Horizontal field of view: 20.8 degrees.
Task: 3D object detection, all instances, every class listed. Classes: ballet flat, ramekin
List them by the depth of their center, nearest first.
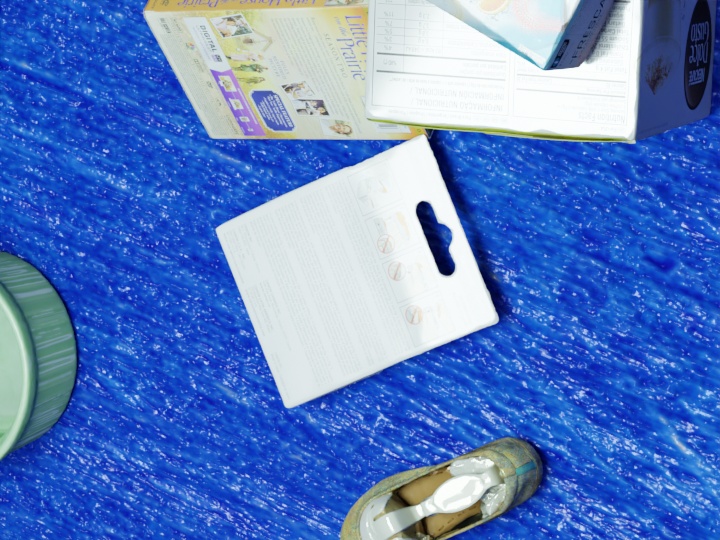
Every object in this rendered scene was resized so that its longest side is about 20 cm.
[{"bbox_3d":[0.052,0.188,1.550,0.199,0.071,0.071,-28,86,27],"label":"ballet flat"},{"bbox_3d":[-0.344,0.075,1.708,0.199,0.098,0.201,4,100,26],"label":"ramekin"}]

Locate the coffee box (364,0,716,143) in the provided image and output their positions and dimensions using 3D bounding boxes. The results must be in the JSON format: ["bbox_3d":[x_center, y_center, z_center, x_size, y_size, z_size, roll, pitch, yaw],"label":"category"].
[{"bbox_3d":[0.133,-0.200,1.372,0.199,0.199,0.199,6,101,24],"label":"coffee box"}]

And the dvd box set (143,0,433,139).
[{"bbox_3d":[-0.053,-0.160,1.517,0.199,0.030,0.147,2,142,26],"label":"dvd box set"}]

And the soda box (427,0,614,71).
[{"bbox_3d":[0.063,-0.203,1.253,0.199,0.068,0.064,33,111,19],"label":"soda box"}]

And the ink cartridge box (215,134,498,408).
[{"bbox_3d":[0.000,0.000,1.563,0.199,0.050,0.163,-23,87,20],"label":"ink cartridge box"}]
